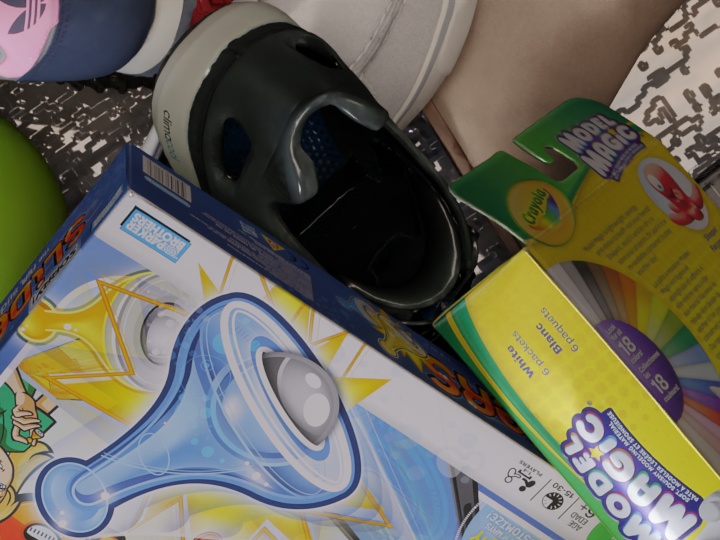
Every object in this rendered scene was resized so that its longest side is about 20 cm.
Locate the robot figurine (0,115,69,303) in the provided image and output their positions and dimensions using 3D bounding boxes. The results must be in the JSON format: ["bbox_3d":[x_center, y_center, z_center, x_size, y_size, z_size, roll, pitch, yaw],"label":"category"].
[{"bbox_3d":[-0.185,-0.011,0.775,0.200,0.175,0.116,11,113,-26],"label":"robot figurine"}]

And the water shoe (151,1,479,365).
[{"bbox_3d":[0.000,0.000,0.736,0.072,0.200,0.079,-46,52,-6],"label":"water shoe"}]

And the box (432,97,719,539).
[{"bbox_3d":[0.104,0.041,0.714,0.048,0.117,0.200,-40,87,33],"label":"box"}]

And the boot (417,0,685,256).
[{"bbox_3d":[0.081,-0.097,0.809,0.146,0.070,0.200,-33,82,8],"label":"boot"}]

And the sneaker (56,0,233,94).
[{"bbox_3d":[-0.046,-0.139,0.824,0.200,0.096,0.079,-32,127,19],"label":"sneaker"}]

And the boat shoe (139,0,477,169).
[{"bbox_3d":[-0.031,-0.056,0.775,0.072,0.069,0.200,47,124,11],"label":"boat shoe"}]

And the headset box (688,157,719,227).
[{"bbox_3d":[0.236,-0.021,0.797,0.200,0.093,0.174,-40,88,1],"label":"headset box"}]

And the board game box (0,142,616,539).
[{"bbox_3d":[-0.027,0.070,0.701,0.200,0.034,0.135,33,109,-20],"label":"board game box"}]

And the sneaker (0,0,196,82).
[{"bbox_3d":[-0.148,-0.096,0.769,0.200,0.082,0.070,3,96,43],"label":"sneaker"}]
